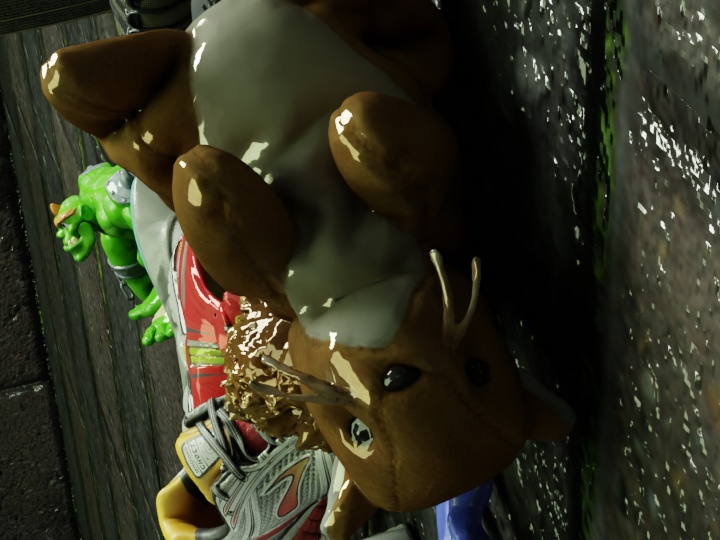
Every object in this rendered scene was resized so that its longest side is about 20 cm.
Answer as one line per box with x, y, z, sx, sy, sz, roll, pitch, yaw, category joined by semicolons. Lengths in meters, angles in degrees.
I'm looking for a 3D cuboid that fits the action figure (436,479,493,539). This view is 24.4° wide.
0.025;0.141;0.635;0.065;0.099;0.200;96;154;-54;action figure

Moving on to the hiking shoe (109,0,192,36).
-0.108;-0.163;0.946;0.200;0.076;0.101;-148;38;-82;hiking shoe

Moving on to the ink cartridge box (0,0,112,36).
-0.285;-0.286;1.295;0.075;0.164;0.200;109;146;-68;ink cartridge box

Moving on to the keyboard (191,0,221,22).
-0.035;-0.109;0.720;0.127;0.021;0.200;61;158;13;keyboard

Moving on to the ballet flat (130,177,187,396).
-0.092;0.022;1.065;0.064;0.067;0.200;-12;92;44;ballet flat

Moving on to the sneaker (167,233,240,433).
-0.067;0.047;0.944;0.085;0.077;0.200;114;140;-56;sneaker

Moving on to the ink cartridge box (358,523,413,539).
-0.071;0.200;0.832;0.145;0.200;0.084;132;122;-72;ink cartridge box

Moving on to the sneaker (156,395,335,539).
-0.041;0.085;0.808;0.200;0.082;0.078;-59;44;43;sneaker

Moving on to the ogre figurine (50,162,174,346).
-0.155;-0.021;1.188;0.120;0.098;0.200;62;-176;-13;ogre figurine

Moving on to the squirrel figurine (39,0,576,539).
0.000;0.000;0.594;0.187;0.141;0.200;61;174;18;squirrel figurine
